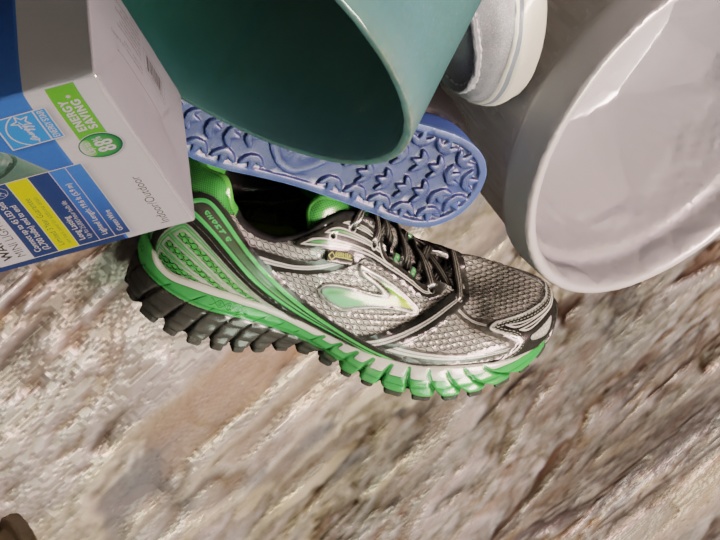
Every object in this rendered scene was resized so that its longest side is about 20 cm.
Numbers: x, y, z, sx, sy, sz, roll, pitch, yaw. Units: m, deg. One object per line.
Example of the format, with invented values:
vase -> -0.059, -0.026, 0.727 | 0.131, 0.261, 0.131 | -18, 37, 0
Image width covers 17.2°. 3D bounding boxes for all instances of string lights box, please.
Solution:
string lights box -> -0.169, -0.040, 0.835 | 0.199, 0.059, 0.103 | -15, 149, 10

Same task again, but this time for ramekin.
ramekin -> 0.125, -0.099, 1.122 | 0.199, 0.105, 0.201 | -29, 146, -22

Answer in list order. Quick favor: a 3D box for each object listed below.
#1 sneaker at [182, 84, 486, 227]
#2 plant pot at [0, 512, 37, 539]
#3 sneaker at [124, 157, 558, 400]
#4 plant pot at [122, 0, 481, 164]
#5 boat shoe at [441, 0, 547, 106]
sneaker -> -0.037, -0.082, 1.009 | 0.199, 0.078, 0.070 | 26, 113, -34
plant pot -> -0.214, 0.236, 1.093 | 0.183, 0.201, 0.201 | -17, 142, -16
sneaker -> 0.000, 0.000, 1.073 | 0.199, 0.078, 0.086 | 12, 121, -19
plant pot -> -0.025, -0.160, 0.808 | 0.161, 0.200, 0.201 | -56, 151, -15
boat shoe -> 0.028, -0.148, 0.984 | 0.071, 0.070, 0.202 | -28, 133, -24
